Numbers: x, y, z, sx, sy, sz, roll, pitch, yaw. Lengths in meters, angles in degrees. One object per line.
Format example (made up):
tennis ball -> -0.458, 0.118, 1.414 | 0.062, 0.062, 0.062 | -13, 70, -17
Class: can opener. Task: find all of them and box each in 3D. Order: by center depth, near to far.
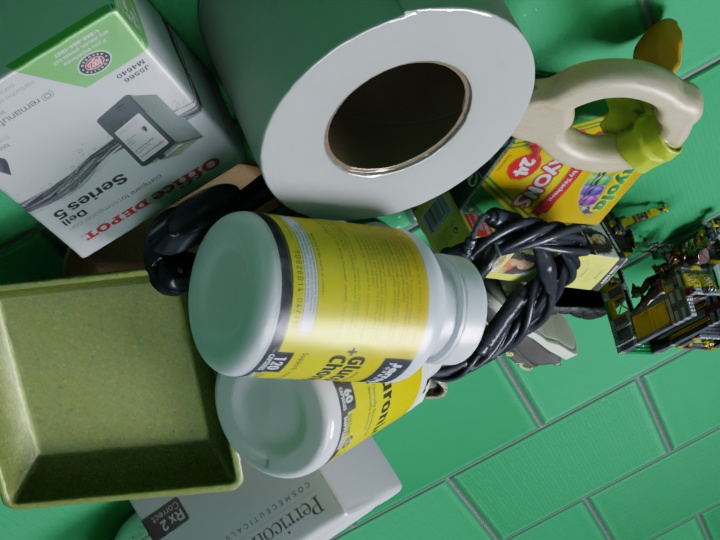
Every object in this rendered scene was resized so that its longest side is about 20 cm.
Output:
can opener -> -0.082, -0.038, 1.164 | 0.199, 0.064, 0.078 | -27, -178, -44

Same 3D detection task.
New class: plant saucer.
plant saucer -> -0.201, 0.084, 1.236 | 0.198, 0.048, 0.201 | -6, 116, 6
plant saucer -> -0.144, -0.030, 1.258 | 0.199, 0.036, 0.201 | -18, 146, -12

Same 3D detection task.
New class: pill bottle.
pill bottle -> -0.012, 0.022, 1.111 | 0.199, 0.112, 0.112 | 5, 137, -34
pill bottle -> -0.015, 0.079, 1.243 | 0.111, 0.111, 0.200 | -50, 166, 34

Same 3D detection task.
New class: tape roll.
tape roll -> 0.003, -0.151, 1.090 | 0.201, 0.140, 0.203 | -17, 146, -12

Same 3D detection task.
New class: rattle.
rattle -> 0.161, -0.161, 1.227 | 0.198, 0.144, 0.130 | 9, 166, -8

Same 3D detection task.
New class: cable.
cable -> 0.108, 0.022, 1.363 | 0.162, 0.051, 0.201 | -4, 138, -37

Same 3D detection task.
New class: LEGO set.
LEGO set -> 0.319, 0.005, 1.509 | 0.199, 0.155, 0.116 | 12, 150, -34

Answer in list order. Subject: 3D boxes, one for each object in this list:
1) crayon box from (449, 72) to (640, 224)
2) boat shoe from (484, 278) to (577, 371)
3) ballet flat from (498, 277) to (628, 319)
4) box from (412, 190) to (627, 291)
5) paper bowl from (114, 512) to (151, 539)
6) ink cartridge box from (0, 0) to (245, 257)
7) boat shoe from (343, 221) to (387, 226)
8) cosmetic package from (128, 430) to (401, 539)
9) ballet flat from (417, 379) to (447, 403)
crayon box -> 0.183, -0.102, 1.362 | 0.199, 0.051, 0.127 | 2, 138, -37
boat shoe -> 0.138, 0.045, 1.518 | 0.060, 0.072, 0.201 | -28, 141, 24
ballet flat -> 0.188, 0.011, 1.500 | 0.057, 0.067, 0.199 | -21, 165, 32
box -> 0.145, -0.030, 1.417 | 0.199, 0.076, 0.050 | 7, 135, -38
paper bowl -> -0.178, 0.303, 1.638 | 0.199, 0.105, 0.201 | -17, 146, -12
ink cartridge box -> -0.187, -0.113, 1.066 | 0.145, 0.084, 0.200 | -30, 148, 8
boat shoe -> 0.001, -0.001, 1.339 | 0.074, 0.065, 0.202 | -47, 157, 7
cosmetic package -> -0.099, 0.156, 1.357 | 0.164, 0.201, 0.165 | -36, 169, 15
ballet flat -> 0.000, 0.108, 1.511 | 0.199, 0.076, 0.068 | -3, 142, -30
